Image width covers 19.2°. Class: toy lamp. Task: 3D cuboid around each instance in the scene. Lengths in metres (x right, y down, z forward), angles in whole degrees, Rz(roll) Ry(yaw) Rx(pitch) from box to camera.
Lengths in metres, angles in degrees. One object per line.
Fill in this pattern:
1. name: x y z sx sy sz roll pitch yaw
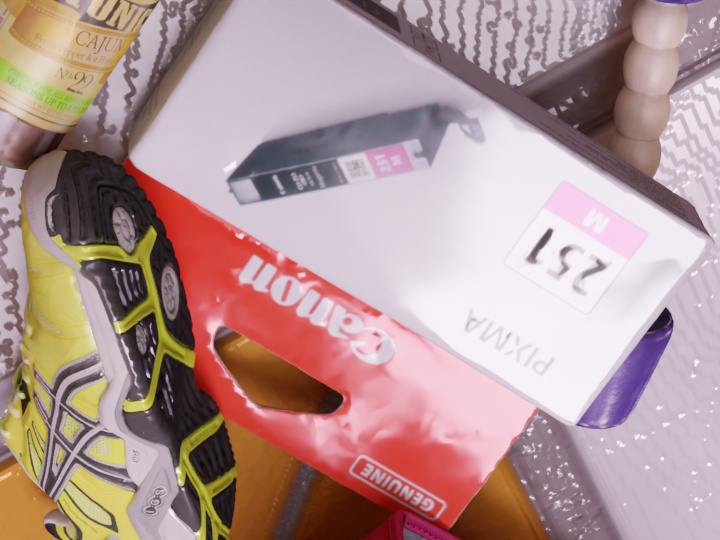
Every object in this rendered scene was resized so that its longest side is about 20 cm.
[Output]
1. toy lamp: 0.106 -0.032 0.837 0.058 0.058 0.200 1 116 -18

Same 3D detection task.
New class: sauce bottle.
1. sauce bottle: -0.082 -0.129 0.725 0.065 0.065 0.200 27 105 -27

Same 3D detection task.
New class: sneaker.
1. sneaker: -0.100 0.043 0.783 0.076 0.075 0.200 -1 130 11

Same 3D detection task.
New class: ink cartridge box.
1. ink cartridge box: 0.000 0.000 0.796 0.200 0.044 0.174 31 107 -13

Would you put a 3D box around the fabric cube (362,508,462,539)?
1. fabric cube: 0.025 0.257 0.851 0.196 0.200 0.199 34 118 -29
